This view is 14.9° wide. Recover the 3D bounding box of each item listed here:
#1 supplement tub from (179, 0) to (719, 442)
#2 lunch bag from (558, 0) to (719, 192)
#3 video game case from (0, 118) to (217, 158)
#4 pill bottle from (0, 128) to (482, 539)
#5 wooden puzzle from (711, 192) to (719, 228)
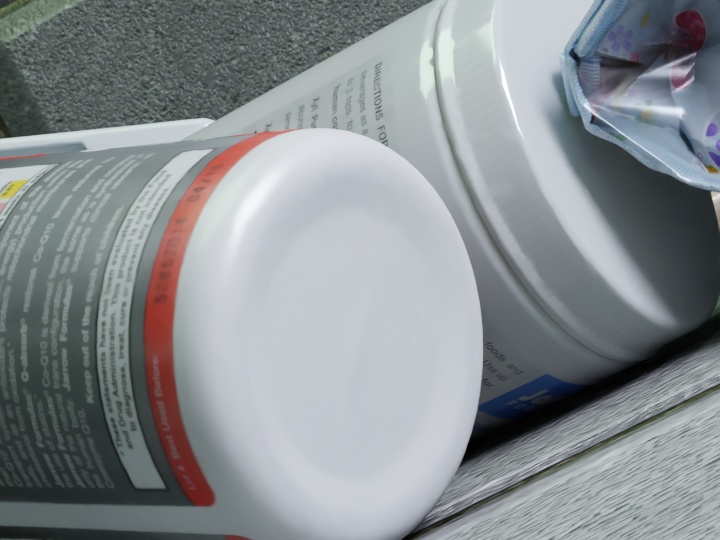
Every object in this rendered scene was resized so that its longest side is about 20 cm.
[{"bbox_3d":[0.000,0.000,0.889,0.200,0.132,0.132,-26,2,29],"label":"supplement tub"},{"bbox_3d":[0.169,-0.096,0.827,0.200,0.127,0.170,-13,7,27],"label":"lunch bag"},{"bbox_3d":[-0.104,-0.025,1.069,0.182,0.023,0.200,-4,-9,19],"label":"video game case"},{"bbox_3d":[-0.074,0.023,0.783,0.200,0.116,0.116,-3,18,41],"label":"pill bottle"},{"bbox_3d":[0.145,-0.032,1.204,0.185,0.037,0.200,-28,1,-18],"label":"wooden puzzle"}]
